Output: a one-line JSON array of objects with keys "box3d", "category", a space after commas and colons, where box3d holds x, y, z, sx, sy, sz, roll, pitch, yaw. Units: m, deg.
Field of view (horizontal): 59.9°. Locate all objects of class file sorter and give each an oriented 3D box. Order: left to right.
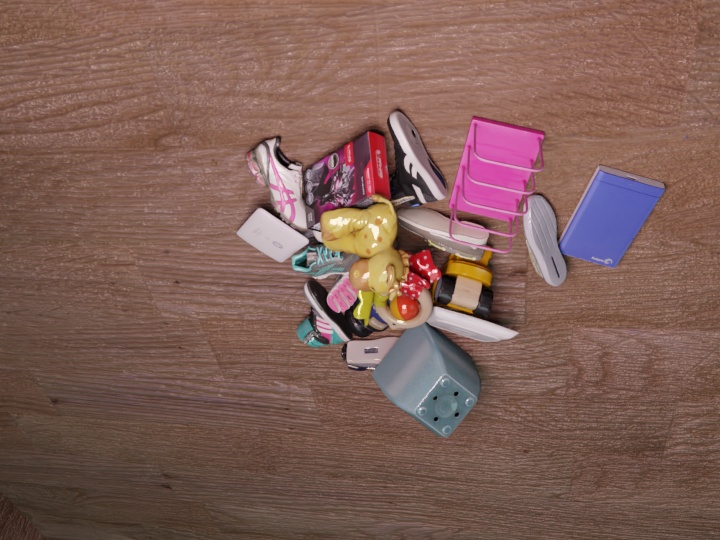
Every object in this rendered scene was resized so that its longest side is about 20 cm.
[{"box3d": [0.249, -0.152, 1.170, 0.134, 0.128, 0.204, 12, 134, 2], "category": "file sorter"}]

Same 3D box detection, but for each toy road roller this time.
[{"box3d": [0.223, 0.017, 1.355, 0.119, 0.151, 0.200, 16, 171, -2], "category": "toy road roller"}]

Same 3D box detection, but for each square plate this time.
[{"box3d": [0.236, 0.127, 1.415, 0.194, 0.029, 0.198, 18, 171, -2], "category": "square plate"}]

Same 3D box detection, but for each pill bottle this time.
[{"box3d": [0.052, 0.070, 1.430, 0.111, 0.114, 0.199, 34, 130, -18], "category": "pill bottle"}]

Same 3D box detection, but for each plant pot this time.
[{"box3d": [0.170, 0.270, 1.469, 0.195, 0.201, 0.197, 37, 98, -20], "category": "plant pot"}]

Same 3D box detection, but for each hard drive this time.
[{"box3d": [0.484, -0.100, 1.225, 0.128, 0.026, 0.204, 15, 133, 0], "category": "hard drive"}]

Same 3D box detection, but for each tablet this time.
[{"box3d": [-0.197, -0.073, 1.377, 0.128, 0.014, 0.199, 33, 157, -15], "category": "tablet"}]

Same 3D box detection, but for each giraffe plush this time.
[{"box3d": [0.027, -0.029, 1.157, 0.196, 0.168, 0.171, -20, 162, 30], "category": "giraffe plush"}]

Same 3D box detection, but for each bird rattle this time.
[{"box3d": [0.086, 0.048, 1.291, 0.195, 0.114, 0.165, -23, 123, 21], "category": "bird rattle"}]

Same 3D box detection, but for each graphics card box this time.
[{"box3d": [-0.031, -0.167, 1.209, 0.050, 0.130, 0.197, 10, 158, -43], "category": "graphics card box"}]

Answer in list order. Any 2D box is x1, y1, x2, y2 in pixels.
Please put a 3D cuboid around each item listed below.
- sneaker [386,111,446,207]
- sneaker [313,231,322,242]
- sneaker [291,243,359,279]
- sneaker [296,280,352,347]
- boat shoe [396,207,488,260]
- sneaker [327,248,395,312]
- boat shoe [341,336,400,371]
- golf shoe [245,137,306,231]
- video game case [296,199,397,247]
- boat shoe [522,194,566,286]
[{"box3d": [0.077, -0.199, 1.208, 0.109, 0.074, 0.202, -19, 124, 29], "category": "sneaker"}, {"box3d": [-0.034, -0.111, 1.282, 0.074, 0.083, 0.198, 36, 131, -22], "category": "sneaker"}, {"box3d": [-0.072, -0.025, 1.327, 0.089, 0.080, 0.197, 5, 161, -44], "category": "sneaker"}, {"box3d": [-0.115, 0.117, 1.540, 0.118, 0.085, 0.202, -22, 125, 19], "category": "sneaker"}, {"box3d": [0.162, -0.075, 1.276, 0.196, 0.072, 0.062, 20, 131, 20], "category": "boat shoe"}, {"box3d": [0.000, 0.000, 1.385, 0.073, 0.088, 0.200, 37, 111, -15], "category": "sneaker"}, {"box3d": [0.049, 0.219, 1.606, 0.192, 0.077, 0.093, 3, 157, 3], "category": "boat shoe"}, {"box3d": [-0.149, -0.173, 1.281, 0.090, 0.073, 0.202, -27, 115, 16], "category": "golf shoe"}, {"box3d": [-0.042, -0.095, 1.368, 0.195, 0.024, 0.184, -17, 125, 26], "category": "video game case"}, {"box3d": [0.360, -0.059, 1.267, 0.071, 0.062, 0.205, -30, 115, -18], "category": "boat shoe"}]
